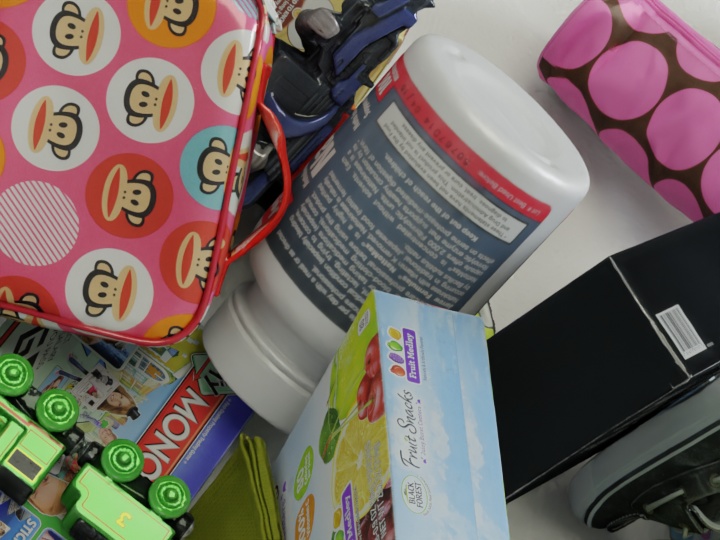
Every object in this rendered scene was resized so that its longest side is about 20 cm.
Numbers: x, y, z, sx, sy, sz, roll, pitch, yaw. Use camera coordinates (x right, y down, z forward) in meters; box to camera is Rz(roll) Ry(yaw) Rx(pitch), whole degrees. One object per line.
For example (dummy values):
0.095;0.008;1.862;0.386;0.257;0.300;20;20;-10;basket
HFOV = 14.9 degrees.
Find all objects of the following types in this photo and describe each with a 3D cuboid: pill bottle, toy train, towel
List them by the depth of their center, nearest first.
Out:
-0.064;0.170;1.325;0.018;0.086;0.201;28;27;-26;towel
-0.171;0.080;1.364;0.200;0.042;0.057;37;62;-2;toy train
0.012;-0.012;1.422;0.119;0.200;0.120;38;18;-14;pill bottle

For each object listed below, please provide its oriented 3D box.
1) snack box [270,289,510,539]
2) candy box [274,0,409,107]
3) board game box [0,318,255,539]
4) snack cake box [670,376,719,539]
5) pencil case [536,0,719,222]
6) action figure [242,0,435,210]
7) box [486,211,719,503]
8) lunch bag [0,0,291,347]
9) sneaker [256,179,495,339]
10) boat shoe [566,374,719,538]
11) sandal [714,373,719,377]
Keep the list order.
-0.001;0.140;1.327;0.067;0.201;0.169;14;39;-17;snack box
-0.064;-0.179;1.566;0.199;0.055;0.115;37;14;-4;candy box
-0.147;0.089;1.413;0.134;0.029;0.200;37;52;-2;board game box
0.235;0.100;1.581;0.114;0.067;0.201;7;59;-25;snack cake box
0.196;-0.095;1.625;0.090;0.094;0.200;-22;52;-39;pencil case
-0.041;-0.131;1.468;0.194;0.200;0.105;50;10;-14;action figure
0.132;0.045;1.440;0.079;0.141;0.200;55;26;8;box
-0.119;-0.065;1.385;0.175;0.082;0.202;14;91;-1;lunch bag
0.000;0.000;1.526;0.081;0.074;0.200;-31;73;-27;sneaker
0.175;0.109;1.461;0.072;0.200;0.071;-26;79;-30;boat shoe
0.242;0.073;1.512;0.059;0.079;0.208;29;37;-39;sandal
